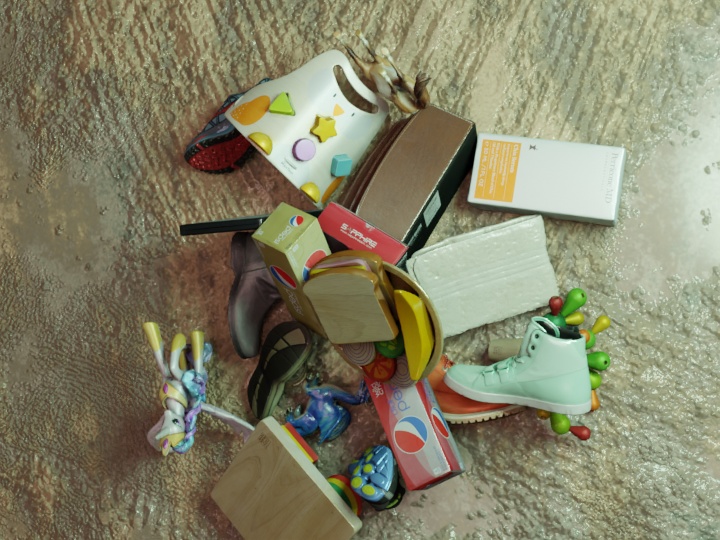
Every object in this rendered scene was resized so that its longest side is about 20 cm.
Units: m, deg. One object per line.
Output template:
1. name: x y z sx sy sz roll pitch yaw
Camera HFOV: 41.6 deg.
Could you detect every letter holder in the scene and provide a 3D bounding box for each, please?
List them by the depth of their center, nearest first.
1. letter holder: 0.055 -0.133 1.327 0.142 0.101 0.200 28 79 18

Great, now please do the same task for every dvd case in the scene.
1. dvd case: -0.137 -0.070 1.342 0.143 0.200 0.018 -4 95 32

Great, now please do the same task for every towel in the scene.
1. towel: 0.167 0.011 1.304 0.200 0.034 0.133 -16 106 -1

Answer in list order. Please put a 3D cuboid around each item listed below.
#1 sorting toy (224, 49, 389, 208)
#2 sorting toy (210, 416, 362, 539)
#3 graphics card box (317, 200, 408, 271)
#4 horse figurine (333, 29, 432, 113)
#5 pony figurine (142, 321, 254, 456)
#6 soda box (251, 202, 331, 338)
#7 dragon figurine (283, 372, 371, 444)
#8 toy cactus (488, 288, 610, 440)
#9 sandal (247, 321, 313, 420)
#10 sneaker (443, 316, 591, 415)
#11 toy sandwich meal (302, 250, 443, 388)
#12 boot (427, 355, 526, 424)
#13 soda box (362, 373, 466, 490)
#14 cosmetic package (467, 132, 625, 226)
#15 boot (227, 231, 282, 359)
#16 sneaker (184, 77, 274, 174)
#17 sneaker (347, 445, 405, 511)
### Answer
1. sorting toy: -0.057 -0.211 1.349 0.180 0.107 0.200 -46 111 2
2. sorting toy: -0.095 0.329 1.353 0.199 0.070 0.200 47 128 16
3. graphics card box: 0.000 0.000 1.313 0.125 0.200 0.051 32 67 15
4. horse figurine: 0.041 -0.268 1.307 0.050 0.133 0.200 -46 46 2
5. pony figurine: -0.256 0.192 1.400 0.166 0.193 0.200 -15 63 13
6. soda box: -0.075 0.004 1.281 0.064 0.200 0.068 25 63 32
7. dragon figurine: -0.054 0.218 1.386 0.099 0.059 0.200 34 95 17
8. toy cactus: 0.254 0.123 1.289 0.165 0.102 0.200 5 97 27
9. sandal: -0.112 0.143 1.385 0.201 0.057 0.080 -59 43 43
10. sneaker: 0.203 0.112 1.231 0.200 0.074 0.118 5 104 30
11. toy sandwich meal: 0.013 0.069 1.210 0.205 0.070 0.205 16 123 26
12. boot: 0.132 0.163 1.328 0.200 0.075 0.107 -1 82 18
13. soda box: 0.067 0.192 1.283 0.070 0.063 0.200 -31 68 19
14. cosmetic package: 0.257 -0.126 1.305 0.200 0.071 0.102 8 89 17
15. boot: -0.126 0.034 1.418 0.132 0.070 0.200 -1 91 12
16. sneaker: -0.188 -0.223 1.459 0.200 0.079 0.096 -28 43 25
17. sneaker: 0.031 0.286 1.290 0.071 0.200 0.083 -43 88 -7
